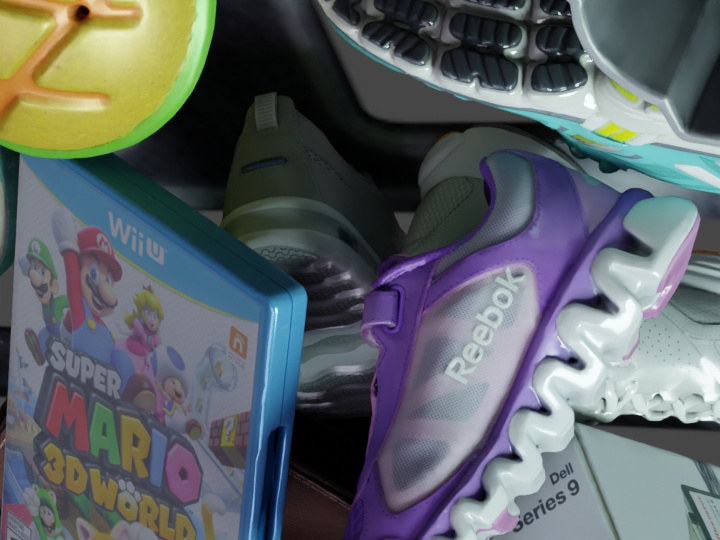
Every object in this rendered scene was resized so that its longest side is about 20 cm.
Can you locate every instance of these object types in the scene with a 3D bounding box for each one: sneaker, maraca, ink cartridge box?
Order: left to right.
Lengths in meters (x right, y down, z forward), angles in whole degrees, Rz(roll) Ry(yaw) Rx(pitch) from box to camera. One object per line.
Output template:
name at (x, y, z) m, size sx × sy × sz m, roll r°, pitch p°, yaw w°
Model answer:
maraca at (-0.120, -0.133, 0.993) m, size 0.136 × 0.107 × 0.201 m, roll -11°, pitch 107°, yaw 24°
sneaker at (0.000, 0.000, 1.118) m, size 0.074 × 0.083 × 0.200 m, roll -6°, pitch 155°, yaw 12°
sneaker at (0.030, 0.041, 0.998) m, size 0.088 × 0.201 × 0.081 m, roll 33°, pitch 171°, yaw 8°
sneaker at (0.076, -0.064, 0.990) m, size 0.199 × 0.078 × 0.080 m, roll 21°, pitch 153°, yaw 4°
ink cartridge box at (0.097, 0.143, 1.116) m, size 0.146 × 0.084 × 0.199 m, roll -37°, pitch 146°, yaw 27°
sneaker at (0.098, 0.033, 1.079) m, size 0.199 × 0.092 × 0.076 m, roll 28°, pitch 144°, yaw -5°

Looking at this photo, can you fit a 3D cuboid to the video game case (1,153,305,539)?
video game case at (-0.081, 0.062, 1.067) m, size 0.143 × 0.018 × 0.201 m, roll 34°, pitch 130°, yaw 37°

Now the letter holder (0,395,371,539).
letter holder at (-0.044, 0.077, 1.209) m, size 0.199 × 0.101 × 0.142 m, roll 30°, pitch 142°, yaw -7°

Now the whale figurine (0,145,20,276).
whale figurine at (-0.192, -0.082, 1.118) m, size 0.159 × 0.104 × 0.201 m, roll -22°, pitch 100°, yaw 46°

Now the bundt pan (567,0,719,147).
bundt pan at (0.156, -0.114, 0.875) m, size 0.201 × 0.076 × 0.202 m, roll 16°, pitch 143°, yaw 13°
